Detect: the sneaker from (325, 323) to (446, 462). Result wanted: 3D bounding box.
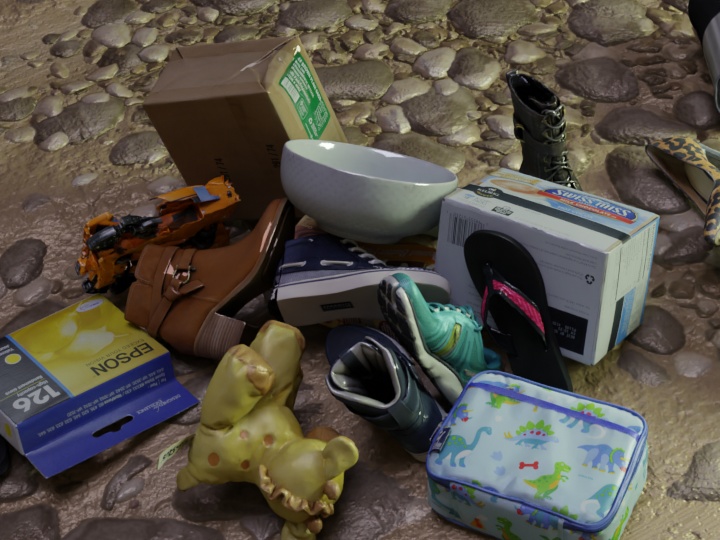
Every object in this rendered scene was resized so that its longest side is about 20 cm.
[{"bbox_3d":[0.002,0.095,1.524,0.077,0.146,0.202,-47,48,1],"label":"sneaker"}]

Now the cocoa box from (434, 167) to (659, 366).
[{"bbox_3d":[0.194,-0.009,1.584,0.199,0.135,0.131,20,29,29],"label":"cocoa box"}]

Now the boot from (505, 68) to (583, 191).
[{"bbox_3d":[0.218,-0.115,1.683,0.069,0.175,0.200,-24,44,-14],"label":"boot"}]

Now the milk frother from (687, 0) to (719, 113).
[{"bbox_3d":[0.502,-0.310,1.811,0.178,0.201,0.189,-4,43,2],"label":"milk frother"}]

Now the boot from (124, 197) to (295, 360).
[{"bbox_3d":[-0.165,-0.005,1.662,0.154,0.077,0.202,18,85,21],"label":"boot"}]

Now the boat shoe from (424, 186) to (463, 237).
[{"bbox_3d":[0.067,-0.084,1.759,0.198,0.071,0.064,2,45,17],"label":"boat shoe"}]

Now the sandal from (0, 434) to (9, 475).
[{"bbox_3d":[-0.445,0.163,1.630,0.076,0.043,0.200,-30,46,-19],"label":"sandal"}]

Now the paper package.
[{"bbox_3d":[-0.127,-0.162,1.764,0.189,0.201,0.104,-1,45,28],"label":"paper package"}]

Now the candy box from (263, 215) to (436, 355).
[{"bbox_3d":[-0.003,0.011,1.684,0.199,0.056,0.116,19,54,28],"label":"candy box"}]

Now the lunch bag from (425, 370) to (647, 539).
[{"bbox_3d":[0.171,0.184,1.447,0.198,0.083,0.161,17,48,24],"label":"lunch bag"}]

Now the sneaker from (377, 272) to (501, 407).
[{"bbox_3d":[0.080,0.060,1.509,0.079,0.200,0.078,-39,45,-1],"label":"sneaker"}]

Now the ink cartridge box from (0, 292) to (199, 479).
[{"bbox_3d":[-0.310,0.118,1.622,0.197,0.047,0.199,-26,40,-34],"label":"ink cartridge box"}]

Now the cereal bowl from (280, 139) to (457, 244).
[{"bbox_3d":[0.004,-0.081,1.640,0.198,0.084,0.200,11,12,-3],"label":"cereal bowl"}]

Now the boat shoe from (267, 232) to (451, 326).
[{"bbox_3d":[0.000,0.000,1.601,0.198,0.075,0.093,-3,53,12],"label":"boat shoe"}]

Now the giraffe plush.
[{"bbox_3d":[-0.077,0.174,1.472,0.161,0.173,0.200,30,51,15],"label":"giraffe plush"}]

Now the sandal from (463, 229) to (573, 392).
[{"bbox_3d":[0.158,0.053,1.517,0.075,0.202,0.045,-22,1,39],"label":"sandal"}]

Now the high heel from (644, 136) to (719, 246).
[{"bbox_3d":[0.368,-0.088,1.690,0.141,0.072,0.200,17,33,19],"label":"high heel"}]

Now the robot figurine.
[{"bbox_3d":[-0.239,-0.039,1.729,0.198,0.145,0.059,-19,64,-25],"label":"robot figurine"}]
